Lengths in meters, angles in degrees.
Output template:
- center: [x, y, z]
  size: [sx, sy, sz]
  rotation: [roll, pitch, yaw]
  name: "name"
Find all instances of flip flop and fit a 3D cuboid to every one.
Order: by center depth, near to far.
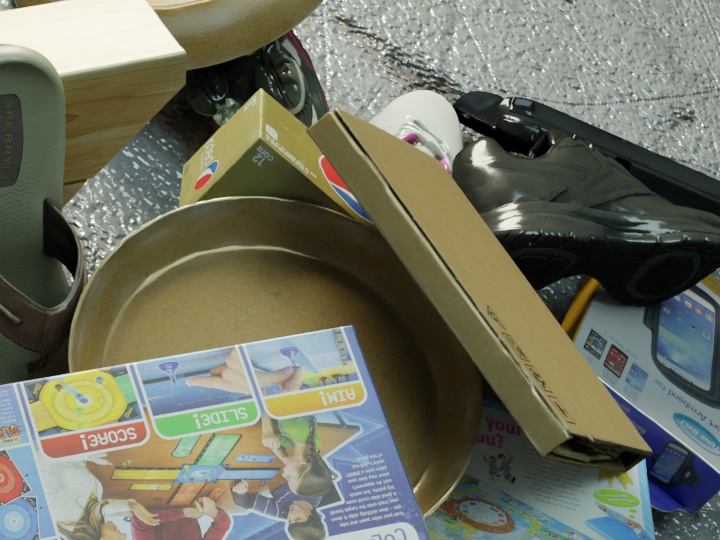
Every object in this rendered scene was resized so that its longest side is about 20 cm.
- center: [-0.161, -0.006, 1.130]
  size: [0.081, 0.200, 0.058]
  rotation: [-9, 22, -33]
  name: "flip flop"

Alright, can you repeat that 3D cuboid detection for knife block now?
- center: [-0.207, -0.083, 1.151]
  size: [0.176, 0.200, 0.064]
  rotation: [37, 12, -49]
  name: "knife block"

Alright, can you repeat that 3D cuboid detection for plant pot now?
- center: [-0.041, 0.054, 1.137]
  size: [0.200, 0.028, 0.200]
  rotation: [8, 55, -12]
  name: "plant pot"
- center: [-0.105, -0.196, 1.350]
  size: [0.200, 0.028, 0.200]
  rotation: [-4, 52, 5]
  name: "plant pot"

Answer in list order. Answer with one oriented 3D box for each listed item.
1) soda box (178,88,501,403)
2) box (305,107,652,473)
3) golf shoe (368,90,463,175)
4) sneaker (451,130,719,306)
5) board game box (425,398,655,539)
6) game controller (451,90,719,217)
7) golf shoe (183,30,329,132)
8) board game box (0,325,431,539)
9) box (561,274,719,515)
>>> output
- center: [0.000, 0.000, 1.243]
  size: [0.200, 0.064, 0.068]
  rotation: [41, 19, -19]
  name: "soda box"
- center: [0.063, 0.013, 1.188]
  size: [0.200, 0.021, 0.163]
  rotation: [54, 12, 18]
  name: "box"
- center: [0.029, -0.050, 1.360]
  size: [0.075, 0.092, 0.200]
  rotation: [33, 41, -8]
  name: "golf shoe"
- center: [0.135, -0.035, 1.355]
  size: [0.200, 0.076, 0.091]
  rotation: [9, 54, -39]
  name: "sneaker"
- center: [0.057, 0.126, 1.187]
  size: [0.200, 0.034, 0.135]
  rotation: [17, 50, -23]
  name: "board game box"
- center: [0.150, -0.061, 1.467]
  size: [0.200, 0.104, 0.042]
  rotation: [22, 88, -23]
  name: "game controller"
- center: [-0.076, -0.135, 1.384]
  size: [0.088, 0.077, 0.200]
  rotation: [37, 23, -53]
  name: "golf shoe"
- center: [-0.078, 0.104, 1.054]
  size: [0.200, 0.034, 0.136]
  rotation: [-9, 60, -20]
  name: "board game box"
- center: [0.173, 0.056, 1.396]
  size: [0.119, 0.041, 0.200]
  rotation: [38, 32, -4]
  name: "box"
